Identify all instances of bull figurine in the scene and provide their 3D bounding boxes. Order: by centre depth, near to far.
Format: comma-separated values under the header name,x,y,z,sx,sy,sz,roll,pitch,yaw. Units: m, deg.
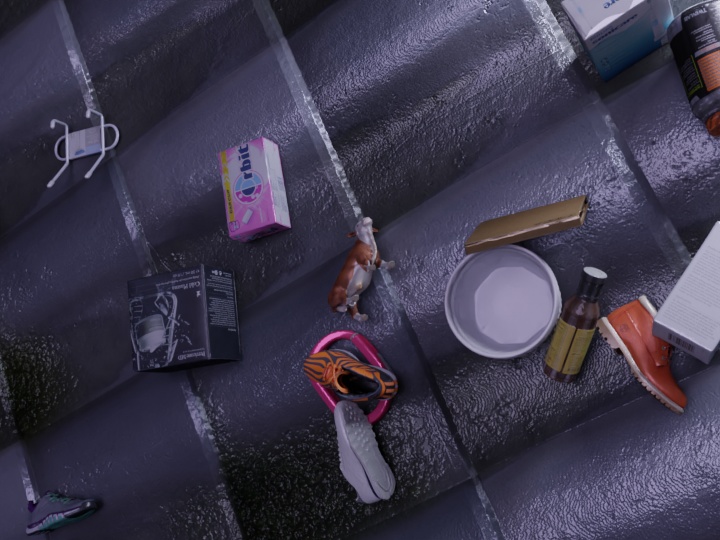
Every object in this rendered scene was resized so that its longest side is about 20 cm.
name,x,y,z,sx,sy,sz,roll,pitch,yaw
bull figurine,0.000,0.000,1.639,0.121,0.065,0.200,41,111,58

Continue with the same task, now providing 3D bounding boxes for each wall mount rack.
name,x,y,z,sx,sy,sz,roll,pitch,yaw
wall mount rack,-0.669,-0.283,2.004,0.200,0.075,0.174,-9,79,25

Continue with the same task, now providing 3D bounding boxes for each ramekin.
name,x,y,z,sx,sy,sz,roll,pitch,yaw
ramekin,0.259,0.057,1.493,0.200,0.105,0.200,-4,81,25

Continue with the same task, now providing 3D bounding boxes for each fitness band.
name,x,y,z,sx,sy,sz,roll,pitch,yaw
fitness band,-0.019,0.207,1.642,0.144,0.037,0.200,-46,65,13

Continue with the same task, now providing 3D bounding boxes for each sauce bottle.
name,x,y,z,sx,sy,sz,roll,pitch,yaw
sauce bottle,0.364,0.091,1.425,0.065,0.065,0.200,28,118,26

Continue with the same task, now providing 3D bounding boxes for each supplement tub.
name,x,y,z,sx,sy,sz,roll,pitch,yaw
supplement tub,0.587,-0.329,1.383,0.122,0.123,0.200,-18,76,22

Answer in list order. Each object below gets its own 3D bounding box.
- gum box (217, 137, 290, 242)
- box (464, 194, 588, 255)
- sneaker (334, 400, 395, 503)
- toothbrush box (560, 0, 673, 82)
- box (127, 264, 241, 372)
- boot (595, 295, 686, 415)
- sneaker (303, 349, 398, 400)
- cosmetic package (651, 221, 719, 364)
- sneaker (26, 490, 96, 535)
name,x,y,z,sx,sy,sz,roll,pitch,yaw
gum box,-0.222,-0.163,1.776,0.113,0.066,0.200,-15,76,22
box,0.291,-0.081,1.472,0.200,0.163,0.021,-15,102,23
sneaker,-0.012,0.341,1.584,0.080,0.076,0.200,-24,87,38
toothbrush box,0.438,-0.421,1.425,0.146,0.200,0.085,-32,70,19
box,-0.370,0.105,1.779,0.200,0.124,0.197,-12,80,24
boot,0.487,0.137,1.393,0.107,0.075,0.200,-37,68,11
sneaker,-0.036,0.191,1.572,0.200,0.112,0.078,9,89,28
cosmetic package,0.558,0.035,1.343,0.101,0.071,0.200,32,80,26
sneaker,-0.676,0.525,1.892,0.200,0.074,0.088,-25,68,21
